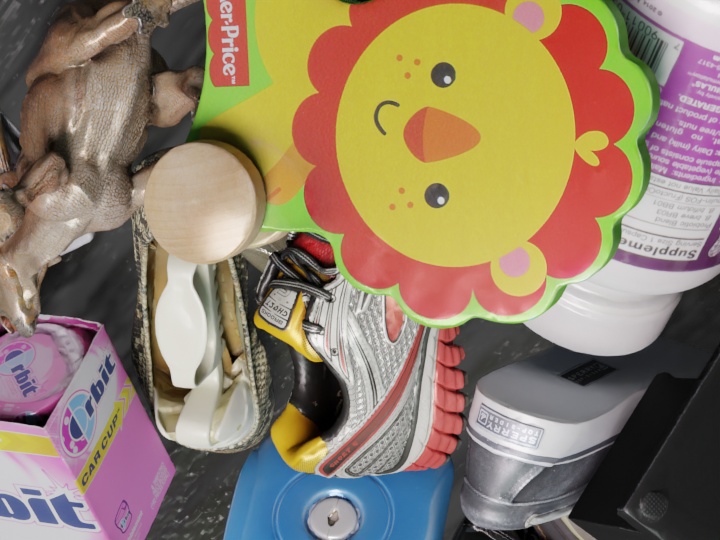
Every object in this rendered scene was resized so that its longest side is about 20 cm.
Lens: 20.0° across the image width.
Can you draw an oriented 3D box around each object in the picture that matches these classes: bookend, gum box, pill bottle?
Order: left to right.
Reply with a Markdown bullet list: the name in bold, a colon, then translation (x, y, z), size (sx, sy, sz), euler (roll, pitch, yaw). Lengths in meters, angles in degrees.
- **gum box**: translation (-0.203, 0.075, 0.984), size (0.199, 0.066, 0.114), euler (5, 140, 23)
- **pill bottle**: translation (0.124, -0.062, 0.852), size (0.112, 0.112, 0.200), euler (13, 131, -7)
- **bookend**: translation (0.176, 0.116, 0.887), size (0.199, 0.092, 0.200), euler (36, 169, -10)

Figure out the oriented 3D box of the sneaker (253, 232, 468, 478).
- **sneaker**: translation (0.000, 0.000, 0.846), size (0.082, 0.078, 0.201), euler (-10, 113, -26)

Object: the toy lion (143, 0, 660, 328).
- **toy lion**: translation (0.015, -0.079, 0.769), size (0.191, 0.069, 0.201), euler (-2, 96, 15)

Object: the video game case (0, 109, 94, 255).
- **video game case**: translation (-0.237, -0.059, 0.943), size (0.143, 0.017, 0.200), euler (-24, 125, 23)

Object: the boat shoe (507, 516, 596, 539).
- **boat shoe**: translation (0.112, 0.143, 1.056), size (0.073, 0.075, 0.200), euler (-27, 123, 25)

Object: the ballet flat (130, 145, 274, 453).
- **ballet flat**: translation (-0.080, 0.036, 0.974), size (0.068, 0.075, 0.200), euler (-2, 131, 2)

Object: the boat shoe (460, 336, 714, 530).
- **boat shoe**: translation (0.109, 0.075, 0.931), size (0.072, 0.200, 0.068), euler (24, 110, 28)

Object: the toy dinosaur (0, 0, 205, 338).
- **toy dinosaur**: translation (-0.122, -0.068, 0.878), size (0.086, 0.135, 0.200), euler (31, 87, -32)

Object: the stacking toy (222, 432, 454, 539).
- **stacking toy**: translation (-0.005, 0.179, 1.092), size (0.109, 0.116, 0.200), euler (6, 146, 10)

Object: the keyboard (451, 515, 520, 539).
- **keyboard**: translation (0.129, 0.195, 1.034), size (0.200, 0.040, 0.104), euler (33, 136, 11)

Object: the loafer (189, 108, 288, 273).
- **loafer**: translation (-0.017, -0.022, 0.932), size (0.069, 0.075, 0.200), euler (-7, 126, 27)
